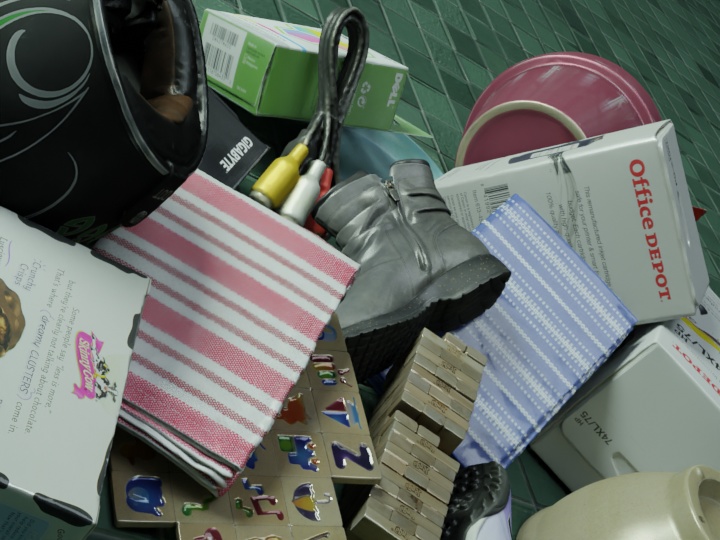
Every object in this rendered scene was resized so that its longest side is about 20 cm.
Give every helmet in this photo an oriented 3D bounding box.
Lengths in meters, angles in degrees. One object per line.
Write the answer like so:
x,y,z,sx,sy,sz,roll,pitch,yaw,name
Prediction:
-0.196,-0.107,0.749,0.200,0.189,0.202,-11,90,-76,helmet

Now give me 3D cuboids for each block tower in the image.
0.032,0.120,0.888,0.054,0.058,0.201,32,35,-7,block tower

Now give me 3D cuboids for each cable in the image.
-0.022,-0.100,1.039,0.050,0.201,0.097,13,-17,47,cable

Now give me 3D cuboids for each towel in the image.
0.102,0.052,1.025,0.145,0.024,0.200,47,66,4,towel
-0.097,0.025,0.808,0.146,0.030,0.201,31,45,0,towel

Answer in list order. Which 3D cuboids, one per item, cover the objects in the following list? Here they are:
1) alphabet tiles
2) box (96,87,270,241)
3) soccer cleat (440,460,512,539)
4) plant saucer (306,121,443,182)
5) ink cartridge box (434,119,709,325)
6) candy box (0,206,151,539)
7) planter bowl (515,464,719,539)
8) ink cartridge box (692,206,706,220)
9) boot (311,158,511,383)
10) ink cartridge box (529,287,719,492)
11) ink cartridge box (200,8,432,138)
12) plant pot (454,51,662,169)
-0.069,0.095,0.797,0.166,0.008,0.201,6,44,-24,alphabet tiles
-0.173,-0.108,0.940,0.198,0.050,0.200,43,28,-6,box
0.072,0.199,0.877,0.074,0.068,0.200,64,18,-20,soccer cleat
0.024,-0.068,1.191,0.199,0.027,0.201,35,29,-22,plant saucer
0.171,-0.027,1.108,0.084,0.198,0.146,-35,111,-62,ink cartridge box
-0.210,0.036,0.631,0.199,0.072,0.169,27,35,-19,candy box
0.227,0.226,0.971,0.199,0.135,0.201,34,30,-23,planter bowl
0.241,0.007,1.255,0.199,0.162,0.050,5,42,-53,ink cartridge box
0.000,0.000,0.979,0.199,0.070,0.132,-22,62,-35,boot
0.259,0.119,1.146,0.147,0.146,0.200,46,27,0,ink cartridge box
-0.031,-0.163,1.129,0.199,0.060,0.104,2,23,-42,ink cartridge box
0.172,-0.097,1.241,0.200,0.200,0.179,50,22,7,plant pot
